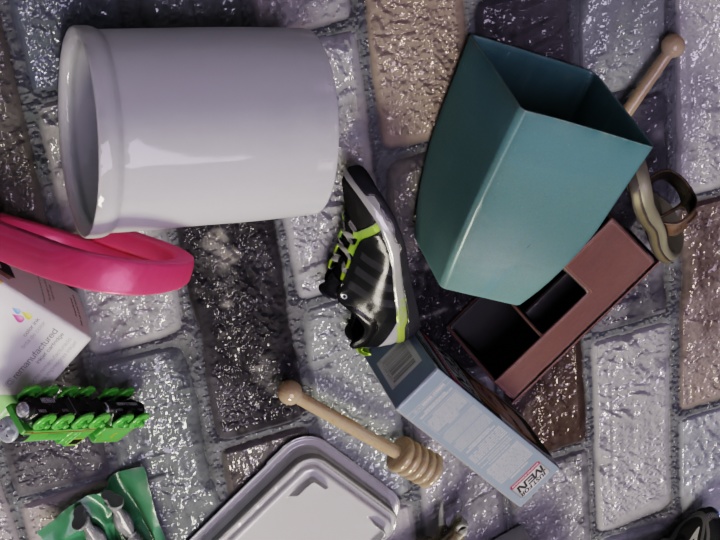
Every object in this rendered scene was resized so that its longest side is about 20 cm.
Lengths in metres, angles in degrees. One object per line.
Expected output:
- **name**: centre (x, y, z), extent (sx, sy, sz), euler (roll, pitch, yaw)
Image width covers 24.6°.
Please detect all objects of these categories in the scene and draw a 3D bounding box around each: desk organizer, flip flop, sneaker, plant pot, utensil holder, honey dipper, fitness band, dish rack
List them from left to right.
- **fitness band**: centre (-0.228, -0.016, 1.369), extent (0.143, 0.199, 0.038), euler (4, 100, -54)
- **utensil holder**: centre (-0.135, -0.118, 1.356), extent (0.199, 0.170, 0.171), euler (-5, 120, -19)
- **dish rack**: centre (-0.066, 0.278, 1.686), extent (0.200, 0.044, 0.171), euler (-44, 125, 9)
- **honey dipper**: centre (-0.003, 0.160, 1.639), extent (0.199, 0.038, 0.038), euler (30, 105, -28)
- **sneaker**: centre (0.000, 0.000, 1.531), extent (0.082, 0.072, 0.201), euler (-20, 124, -7)
- **plant pot**: centre (0.137, -0.080, 1.501), extent (0.140, 0.142, 0.201), euler (13, 120, -26)
- **desk organizer**: centre (0.185, 0.024, 1.615), extent (0.200, 0.072, 0.077), euler (-45, 121, 8)
- **honey dipper**: centre (0.242, -0.138, 1.564), extent (0.038, 0.038, 0.201), euler (25, 105, -30)
- **sneaker**: centre (0.326, 0.337, 1.848), extent (0.199, 0.071, 0.083), euler (-40, 130, 9)
- **flip flop**: centre (0.285, -0.066, 1.551), extent (0.057, 0.082, 0.200), euler (-22, 156, 11)

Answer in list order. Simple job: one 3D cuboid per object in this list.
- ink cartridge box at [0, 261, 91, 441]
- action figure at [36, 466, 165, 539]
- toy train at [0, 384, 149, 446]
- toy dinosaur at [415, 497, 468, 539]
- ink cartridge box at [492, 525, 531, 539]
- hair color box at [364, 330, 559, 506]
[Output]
- **ink cartridge box**: centre (-0.356, 0.041, 1.415), extent (0.200, 0.084, 0.145), euler (36, 102, -33)
- **action figure**: centre (-0.223, 0.296, 1.635), extent (0.118, 0.055, 0.201), euler (-29, 129, -6)
- **toy train**: centre (-0.255, 0.131, 1.471), extent (0.056, 0.042, 0.200), euler (-37, 163, 16)
- **toy dinosaur**: centre (0.044, 0.334, 1.737), extent (0.199, 0.103, 0.077), euler (-29, 138, 9)
- **ink cartridge box**: centre (0.170, 0.391, 1.823), extent (0.116, 0.068, 0.201), euler (-27, 124, -3)
- **hair color box**: centre (0.101, 0.141, 1.633), extent (0.061, 0.099, 0.200), euler (-44, 124, 8)
